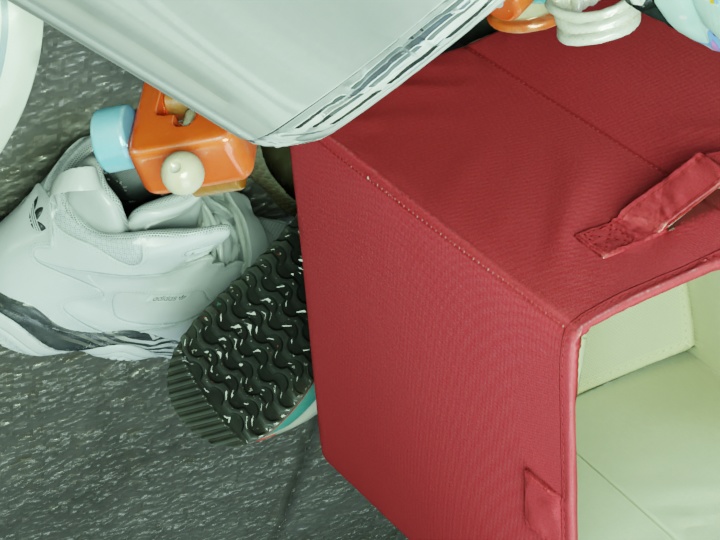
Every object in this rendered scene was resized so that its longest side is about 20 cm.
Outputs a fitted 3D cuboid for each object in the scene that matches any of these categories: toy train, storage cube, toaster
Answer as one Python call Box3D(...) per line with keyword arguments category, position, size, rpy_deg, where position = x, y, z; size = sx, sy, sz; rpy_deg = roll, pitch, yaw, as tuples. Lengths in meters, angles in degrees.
Box3D(category="toy train", position=(0.008, -0.080, 0.824), size=(0.198, 0.151, 0.056), rpy_deg=(-13, 132, 12))
Box3D(category="storage cube", position=(0.092, 0.020, 0.879), size=(0.170, 0.180, 0.201), rpy_deg=(-25, 131, -24))
Box3D(category="toaster", position=(-0.018, -0.132, 0.717), size=(0.129, 0.114, 0.200), rpy_deg=(36, 123, -29))

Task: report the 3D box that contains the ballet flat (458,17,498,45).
Box3D(category="ballet flat", position=(0.108, -0.102, 0.997), size=(0.199, 0.069, 0.068), rpy_deg=(18, 147, -40))

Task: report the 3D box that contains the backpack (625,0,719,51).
Box3D(category="backpack", position=(0.150, -0.153, 0.683), size=(0.166, 0.126, 0.202), rpy_deg=(-7, 113, -43))

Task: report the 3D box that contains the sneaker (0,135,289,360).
Box3D(category="sneaker", position=(-0.070, -0.012, 1.020), size=(0.199, 0.076, 0.115), rpy_deg=(1, 151, -34))

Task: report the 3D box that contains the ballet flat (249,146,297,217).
Box3D(category="ballet flat", position=(-0.018, -0.055, 0.988), size=(0.068, 0.046, 0.200), rpy_deg=(-55, 149, 2))

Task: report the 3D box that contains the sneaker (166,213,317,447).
Box3D(category="sneaker", position=(0.000, 0.001, 1.002), size=(0.200, 0.070, 0.093), rpy_deg=(-43, 174, -4))

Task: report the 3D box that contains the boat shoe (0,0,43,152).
Box3D(category="boat shoe", position=(-0.187, -0.054, 0.845), size=(0.071, 0.070, 0.201), rpy_deg=(-2, 153, -43))
